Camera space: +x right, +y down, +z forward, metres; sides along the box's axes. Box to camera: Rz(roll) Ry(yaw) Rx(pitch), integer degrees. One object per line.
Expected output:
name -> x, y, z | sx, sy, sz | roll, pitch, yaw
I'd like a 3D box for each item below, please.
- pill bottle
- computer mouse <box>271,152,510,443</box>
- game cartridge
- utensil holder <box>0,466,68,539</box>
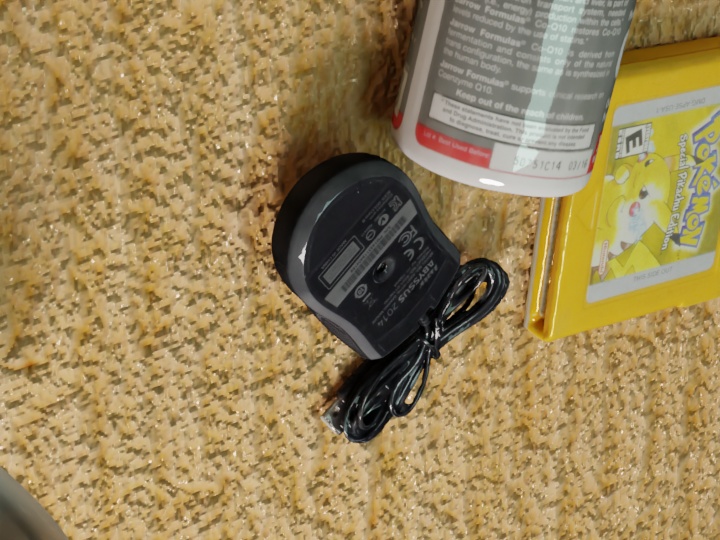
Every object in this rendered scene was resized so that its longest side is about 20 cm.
pill bottle -> 0.090, -0.151, 1.018 | 0.113, 0.114, 0.202 | -3, 115, -38
computer mouse -> 0.000, 0.000, 1.077 | 0.139, 0.053, 0.200 | -46, 144, -9
game cartridge -> 0.195, -0.056, 1.212 | 0.198, 0.032, 0.178 | -12, 120, -33
utensil holder -> -0.254, 0.164, 0.875 | 0.201, 0.170, 0.170 | -54, 134, 0
